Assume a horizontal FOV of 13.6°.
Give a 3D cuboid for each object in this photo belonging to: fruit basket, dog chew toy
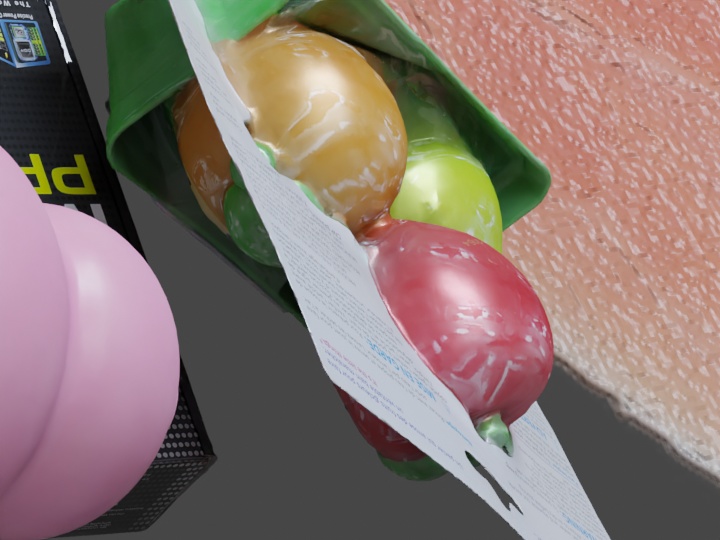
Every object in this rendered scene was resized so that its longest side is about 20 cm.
[{"bbox_3d":[0.000,0.000,0.841,0.185,0.093,0.201,41,23,-48],"label":"fruit basket"},{"bbox_3d":[-0.121,0.011,0.657,0.199,0.124,0.125,17,48,-42],"label":"dog chew toy"}]

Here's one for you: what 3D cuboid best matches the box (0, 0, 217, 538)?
[{"bbox_3d":[-0.151,-0.004,0.799,0.199,0.044,0.161,0,58,-37],"label":"box"}]
